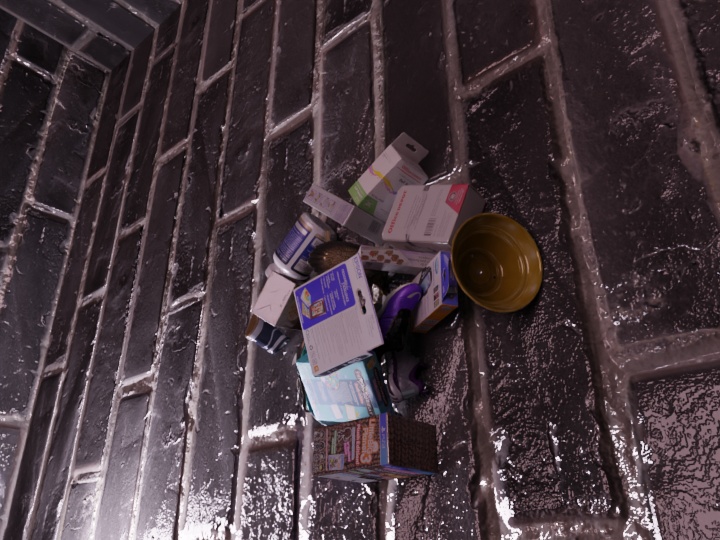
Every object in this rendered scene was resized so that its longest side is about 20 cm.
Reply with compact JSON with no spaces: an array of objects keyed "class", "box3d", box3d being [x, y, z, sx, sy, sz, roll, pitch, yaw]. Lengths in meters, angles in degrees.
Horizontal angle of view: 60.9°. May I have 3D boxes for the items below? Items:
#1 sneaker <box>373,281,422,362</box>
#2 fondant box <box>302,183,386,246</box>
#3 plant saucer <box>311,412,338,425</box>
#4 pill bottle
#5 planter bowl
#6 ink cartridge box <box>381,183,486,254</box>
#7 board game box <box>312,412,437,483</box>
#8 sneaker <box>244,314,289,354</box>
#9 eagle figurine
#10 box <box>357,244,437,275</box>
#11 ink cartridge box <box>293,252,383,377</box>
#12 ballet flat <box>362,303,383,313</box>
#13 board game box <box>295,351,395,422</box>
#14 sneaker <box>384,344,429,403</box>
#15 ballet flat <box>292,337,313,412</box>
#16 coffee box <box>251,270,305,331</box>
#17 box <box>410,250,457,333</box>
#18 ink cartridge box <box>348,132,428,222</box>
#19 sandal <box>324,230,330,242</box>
[{"class":"sneaker","box3d":[0.074,0.120,1.296,0.200,0.070,0.100,-49,48,11]},{"class":"fondant box","box3d":[-0.035,-0.143,1.556,0.200,0.144,0.058,33,95,47]},{"class":"plant saucer","box3d":[-0.071,0.265,1.440,0.200,0.027,0.201,6,98,44]},{"class":"pill bottle","box3d":[-0.164,-0.048,1.658,0.200,0.116,0.116,-52,44,12]},{"class":"planter bowl","box3d":[0.252,-0.006,1.212,0.083,0.200,0.201,137,142,-65]},{"class":"ink cartridge box","box3d":[0.164,-0.114,1.386,0.200,0.083,0.147,7,71,47]},{"class":"board game box","box3d":[0.028,0.364,1.239,0.200,0.159,0.097,-22,57,35]},{"class":"sneaker","box3d":[-0.247,0.155,1.688,0.070,0.108,0.200,-46,15,22]},{"class":"eagle figurine","box3d":[-0.002,0.007,1.408,0.151,0.200,0.151,-13,62,37]},{"class":"box","box3d":[0.092,-0.019,1.343,0.041,0.199,0.039,116,159,-62]},{"class":"ink cartridge box","box3d":[-0.040,0.093,1.257,0.200,0.043,0.199,-29,66,34]},{"class":"ballet flat","box3d":[0.013,0.144,1.420,0.071,0.065,0.200,54,142,19]},{"class":"board game box","box3d":[-0.034,0.254,1.326,0.200,0.047,0.151,-7,107,40]},{"class":"sneaker","box3d":[0.098,0.194,1.339,0.087,0.075,0.200,-11,52,5]},{"class":"ballet flat","box3d":[-0.128,0.233,1.432,0.068,0.068,0.201,14,103,52]},{"class":"coffee box","box3d":[-0.172,0.082,1.534,0.080,0.200,0.115,27,90,22]},{"class":"box","box3d":[0.156,0.045,1.285,0.200,0.041,0.119,129,147,-61]},{"class":"ink cartridge box","box3d":[0.082,-0.225,1.500,0.200,0.117,0.067,-46,46,19]},{"class":"sandal","box3d":[-0.053,0.004,1.573,0.078,0.069,0.212,150,119,-79]}]
